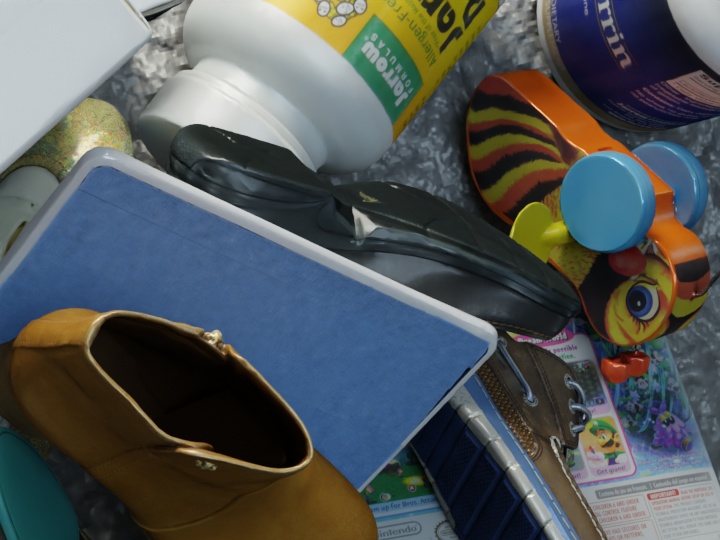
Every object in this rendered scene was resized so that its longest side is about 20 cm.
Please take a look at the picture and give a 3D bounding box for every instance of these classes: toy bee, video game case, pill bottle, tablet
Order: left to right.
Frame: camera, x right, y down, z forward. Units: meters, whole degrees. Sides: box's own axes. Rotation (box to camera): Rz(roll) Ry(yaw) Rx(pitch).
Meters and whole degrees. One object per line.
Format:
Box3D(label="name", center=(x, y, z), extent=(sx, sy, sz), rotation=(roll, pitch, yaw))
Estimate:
Box3D(label="tablet", center=(-0.057, 0.030, 0.959), extent=(0.200, 0.130, 0.014), rotation=(25, 34, -25))
Box3D(label="pill bottle", center=(-0.010, -0.117, 1.060), extent=(0.113, 0.113, 0.200), rotation=(42, 72, -13))
Box3D(label="video game case", center=(0.070, 0.089, 1.086), extent=(0.200, 0.024, 0.182), rotation=(-7, 64, -22))
Box3D(label="toy bee", center=(0.119, -0.007, 1.089), extent=(0.131, 0.200, 0.109), rotation=(4, 118, -34))
Box3D(label="pill bottle", center=(0.174, -0.134, 1.087), extent=(0.116, 0.200, 0.116), rotation=(2, 84, -22))

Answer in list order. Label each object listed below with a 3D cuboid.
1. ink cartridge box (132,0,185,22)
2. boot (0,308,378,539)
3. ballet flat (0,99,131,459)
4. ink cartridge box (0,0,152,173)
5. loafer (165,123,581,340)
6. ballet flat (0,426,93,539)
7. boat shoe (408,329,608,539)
Box3D(label="ink cartridge box", center=(-0.140, -0.199, 1.025), extent=(0.037, 0.095, 0.200), rotation=(-22, 94, -21))
Box3D(label="boot", center=(-0.048, 0.077, 0.902), extent=(0.201, 0.144, 0.071), rotation=(31, 73, -23))
Box3D(label="ballet flat", center=(-0.151, 0.017, 0.998), extent=(0.071, 0.071, 0.200), rotation=(18, 86, -19))
Box3D(label="ink cartridge box", center=(-0.185, -0.066, 0.939), extent=(0.145, 0.200, 0.083), rotation=(-45, 102, -19))
Box3D(label="loafer", center=(0.000, 0.000, 0.996), extent=(0.200, 0.073, 0.072), rotation=(18, 105, -20))
Box3D(label="ballet flat", center=(-0.139, 0.130, 0.969), extent=(0.071, 0.071, 0.200), rotation=(-55, 145, -17))
Box3D(label="boat shoe", center=(0.065, 0.066, 1.040), extent=(0.072, 0.072, 0.200), rotation=(-24, 71, -30))
